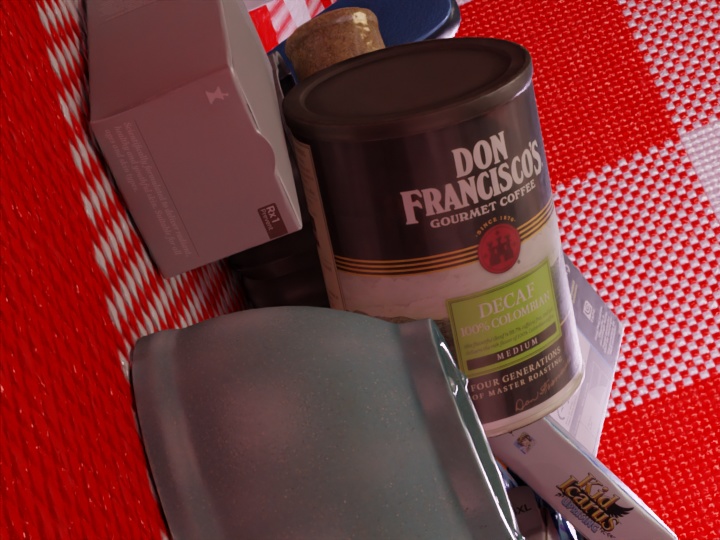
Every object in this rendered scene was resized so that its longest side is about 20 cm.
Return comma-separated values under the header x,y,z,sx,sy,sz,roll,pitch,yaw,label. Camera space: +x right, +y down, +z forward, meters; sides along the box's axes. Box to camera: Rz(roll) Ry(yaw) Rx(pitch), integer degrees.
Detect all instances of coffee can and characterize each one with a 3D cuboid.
x,y,z,sx,sy,sz,roll,pitch,yaw,label
0.045,-0.019,1.237,0.146,0.146,0.201,-99,177,-68,coffee can

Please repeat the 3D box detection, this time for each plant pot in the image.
x,y,z,sx,sy,sz,roll,pitch,yaw,label
-0.005,0.100,0.978,0.200,0.134,0.201,-22,90,-86,plant pot

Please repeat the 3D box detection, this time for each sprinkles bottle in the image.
x,y,z,sx,sy,sz,roll,pitch,yaw,label
0.012,-0.073,1.392,0.068,0.068,0.201,52,17,-73,sprinkles bottle

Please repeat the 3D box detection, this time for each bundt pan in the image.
x,y,z,sx,sy,sz,roll,pitch,yaw,label
-0.052,-0.037,1.378,0.202,0.075,0.203,-22,90,-86,bundt pan

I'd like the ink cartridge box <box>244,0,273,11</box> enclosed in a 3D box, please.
x,y,z,sx,sy,sz,roll,pitch,yaw,label
-0.100,-0.303,1.583,0.083,0.146,0.201,-102,169,-69,ink cartridge box

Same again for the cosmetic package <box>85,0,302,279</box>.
x,y,z,sx,sy,sz,roll,pitch,yaw,label
-0.094,-0.096,1.146,0.200,0.090,0.107,-98,167,-60,cosmetic package

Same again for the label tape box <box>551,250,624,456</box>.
x,y,z,sx,sy,sz,roll,pitch,yaw,label
0.135,0.057,1.721,0.200,0.063,0.145,47,49,-42,label tape box

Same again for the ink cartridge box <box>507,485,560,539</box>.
x,y,z,sx,sy,sz,roll,pitch,yaw,label
0.094,0.258,1.397,0.125,0.128,0.201,-52,119,-84,ink cartridge box

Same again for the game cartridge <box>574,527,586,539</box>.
x,y,z,sx,sy,sz,roll,pitch,yaw,label
0.194,0.259,1.508,0.200,0.038,0.130,-86,150,-75,game cartridge

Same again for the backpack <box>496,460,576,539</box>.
x,y,z,sx,sy,sz,roll,pitch,yaw,label
0.094,0.208,1.586,0.183,0.134,0.201,-102,169,-58,backpack

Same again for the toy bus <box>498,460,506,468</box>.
x,y,z,sx,sy,sz,roll,pitch,yaw,label
0.081,0.136,1.789,0.192,0.135,0.201,-67,144,-64,toy bus

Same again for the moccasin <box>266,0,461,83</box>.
x,y,z,sx,sy,sz,roll,pitch,yaw,label
-0.014,-0.144,1.499,0.068,0.199,0.081,41,33,-49,moccasin

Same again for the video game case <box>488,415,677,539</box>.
x,y,z,sx,sy,sz,roll,pitch,yaw,label
0.118,0.118,1.454,0.181,0.045,0.200,41,1,-12,video game case
